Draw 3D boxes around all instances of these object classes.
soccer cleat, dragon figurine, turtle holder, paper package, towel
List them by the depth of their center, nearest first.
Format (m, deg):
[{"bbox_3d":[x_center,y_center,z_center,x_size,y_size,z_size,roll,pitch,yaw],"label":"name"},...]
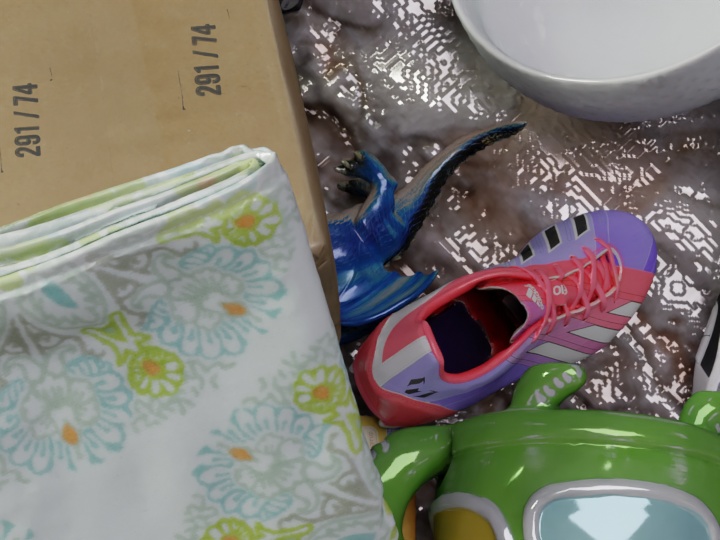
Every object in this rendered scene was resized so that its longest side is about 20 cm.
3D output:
[{"bbox_3d":[-0.087,0.059,0.885,0.171,0.048,0.200,-18,119,-4],"label":"towel"},{"bbox_3d":[-0.117,-0.050,0.970,0.190,0.104,0.200,-10,61,-8],"label":"paper package"},{"bbox_3d":[0.089,0.120,1.001,0.185,0.141,0.132,17,66,-32],"label":"turtle holder"},{"bbox_3d":[0.082,0.017,1.074,0.200,0.076,0.067,-25,83,-34],"label":"soccer cleat"},{"bbox_3d":[0.000,0.000,1.088,0.199,0.059,0.100,-21,79,-13],"label":"dragon figurine"}]

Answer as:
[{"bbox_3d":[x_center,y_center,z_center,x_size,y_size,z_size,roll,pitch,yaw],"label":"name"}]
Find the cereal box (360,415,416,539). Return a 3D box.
[{"bbox_3d":[-0.074,0.135,1.038,0.199,0.040,0.144,4,71,-11],"label":"cereal box"}]

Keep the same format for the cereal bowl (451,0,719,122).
[{"bbox_3d":[0.146,-0.155,1.138,0.199,0.083,0.201,-11,56,16],"label":"cereal bowl"}]

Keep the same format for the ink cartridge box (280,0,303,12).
[{"bbox_3d":[-0.118,-0.148,1.092,0.199,0.099,0.039,-9,75,-14],"label":"ink cartridge box"}]

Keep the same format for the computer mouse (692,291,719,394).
[{"bbox_3d":[0.202,0.064,1.121,0.109,0.044,0.201,18,75,-1],"label":"computer mouse"}]
